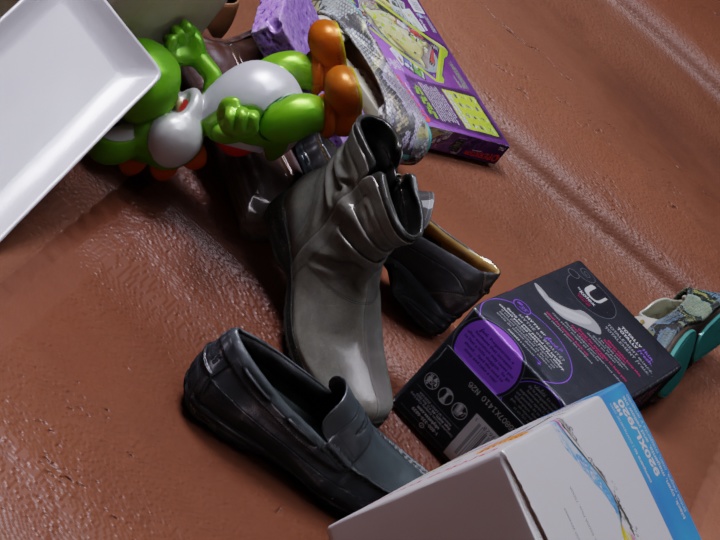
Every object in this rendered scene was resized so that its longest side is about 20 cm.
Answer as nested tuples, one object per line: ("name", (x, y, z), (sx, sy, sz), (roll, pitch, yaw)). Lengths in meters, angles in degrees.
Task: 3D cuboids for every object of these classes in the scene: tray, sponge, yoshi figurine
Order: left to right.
("tray", (-0.228, -0.112, 1.604), (0.107, 0.022, 0.200), (51, 56, -16))
("yoshi figurine", (-0.105, -0.132, 1.709), (0.112, 0.199, 0.112), (131, -54, -84))
("sponge", (-0.029, -0.134, 1.867), (0.112, 0.030, 0.200), (-87, 153, -58))

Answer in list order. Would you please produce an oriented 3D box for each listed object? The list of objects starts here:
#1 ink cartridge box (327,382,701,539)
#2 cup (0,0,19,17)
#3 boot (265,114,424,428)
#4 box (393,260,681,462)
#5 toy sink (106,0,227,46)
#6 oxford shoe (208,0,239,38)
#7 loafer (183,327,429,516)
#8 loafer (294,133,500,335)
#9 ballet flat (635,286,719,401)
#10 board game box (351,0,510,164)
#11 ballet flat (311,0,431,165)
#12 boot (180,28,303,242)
("ink cartridge box", (0.105, 0.181, 1.536), (0.200, 0.147, 0.145), (-20, 84, -60))
("cup", (-0.300, -0.216, 1.615), (0.143, 0.201, 0.200), (25, 21, 26))
("boot", (0.000, 0.000, 1.681), (0.068, 0.131, 0.201), (-1, 64, -37))
("box", (0.135, 0.084, 1.788), (0.122, 0.106, 0.200), (47, 28, 13))
("toy sink", (-0.177, -0.223, 1.735), (0.112, 0.200, 0.130), (52, 31, 18))
("oxford shoe", (-0.186, -0.246, 1.894), (0.200, 0.071, 0.071), (28, 32, -21))
("loafer", (-0.024, 0.107, 1.596), (0.200, 0.070, 0.068), (33, 30, -18))
("loafer", (0.027, -0.041, 1.813), (0.200, 0.072, 0.073), (46, 19, -30))
("ballet flat", (0.261, 0.060, 2.041), (0.074, 0.074, 0.200), (47, 27, 10))
("board game box", (0.046, -0.182, 2.137), (0.120, 0.032, 0.200), (16, 36, -46))
("ballet flat", (-0.012, -0.168, 2.007), (0.072, 0.072, 0.201), (6, 43, -47))
("boot", (-0.066, -0.098, 1.850), (0.186, 0.064, 0.200), (2, 50, -51))
